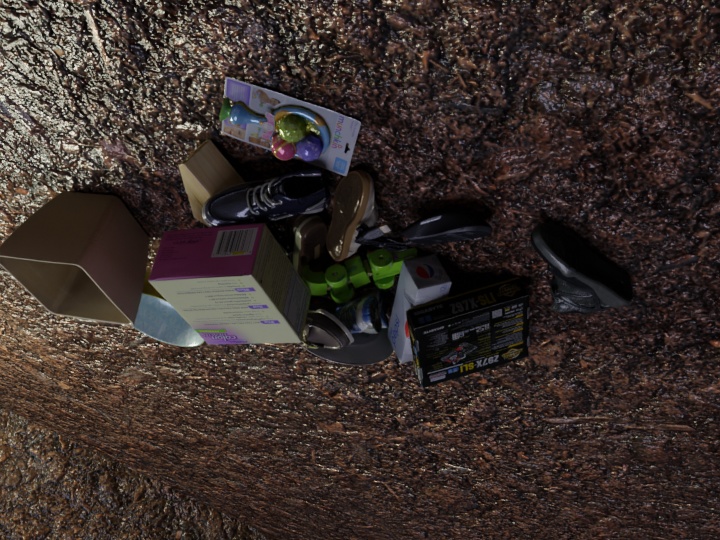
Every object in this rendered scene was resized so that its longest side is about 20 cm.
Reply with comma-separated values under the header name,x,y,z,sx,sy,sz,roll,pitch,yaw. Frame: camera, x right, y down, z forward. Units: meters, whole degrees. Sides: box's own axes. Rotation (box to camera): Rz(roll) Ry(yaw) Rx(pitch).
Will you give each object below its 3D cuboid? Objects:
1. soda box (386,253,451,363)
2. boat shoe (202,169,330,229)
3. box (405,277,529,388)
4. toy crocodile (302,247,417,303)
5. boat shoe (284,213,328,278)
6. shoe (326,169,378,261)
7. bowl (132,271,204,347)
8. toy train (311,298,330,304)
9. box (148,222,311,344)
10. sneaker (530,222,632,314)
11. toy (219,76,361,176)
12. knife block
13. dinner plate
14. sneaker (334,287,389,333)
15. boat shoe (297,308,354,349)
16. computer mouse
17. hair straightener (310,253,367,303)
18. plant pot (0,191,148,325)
name,x,y,z,sx,sy,sz,roll,pitch,yaw
soda box,0.097,0.068,1.381,0.063,0.068,0.201,-12,141,-19
boat shoe,-0.142,-0.112,1.215,0.199,0.075,0.093,-14,172,-7
box,0.182,0.106,1.355,0.199,0.049,0.160,-16,136,-4
toy crocodile,0.000,0.000,1.353,0.199,0.062,0.068,-18,145,0
boat shoe,-0.100,-0.038,1.386,0.075,0.075,0.203,46,148,23
shoe,-0.008,-0.090,1.274,0.053,0.070,0.200,-18,153,-26
bowl,-0.388,0.059,1.649,0.199,0.108,0.200,13,148,9
toy train,-0.074,0.074,1.577,0.200,0.034,0.046,32,136,-19
box,-0.198,0.026,1.275,0.175,0.097,0.200,-4,145,20
sneaker,0.306,0.007,1.223,0.199,0.077,0.114,31,141,-28
toy,-0.109,-0.193,1.160,0.199,0.047,0.115,21,144,2
knife block,-0.192,-0.093,1.302,0.175,0.064,0.200,30,152,19
dinner plate,-0.031,0.106,1.474,0.199,0.200,0.024,18,118,3
sneaker,-0.002,0.071,1.421,0.085,0.078,0.200,-8,179,11
boat shoe,-0.085,0.100,1.355,0.200,0.059,0.072,16,139,53
computer mouse,0.088,-0.069,1.216,0.199,0.046,0.140,-9,168,39
hair straightener,-0.039,0.019,1.465,0.077,0.041,0.200,45,137,-14
plant pot,-0.508,-0.033,1.505,0.199,0.178,0.200,6,147,21
